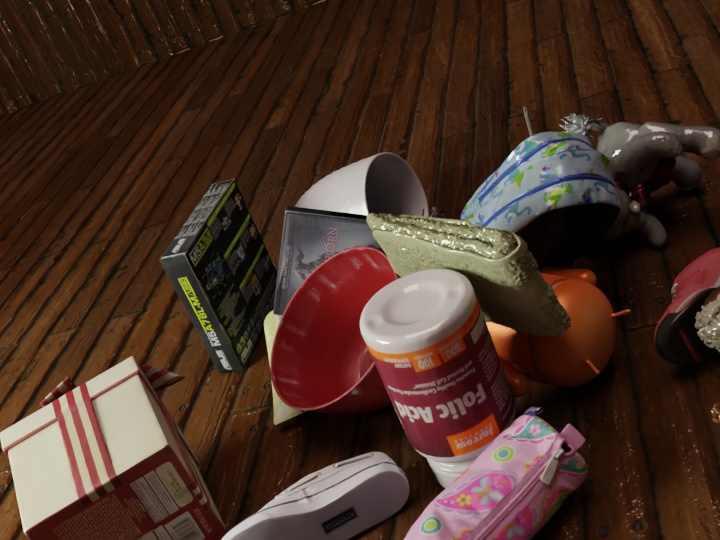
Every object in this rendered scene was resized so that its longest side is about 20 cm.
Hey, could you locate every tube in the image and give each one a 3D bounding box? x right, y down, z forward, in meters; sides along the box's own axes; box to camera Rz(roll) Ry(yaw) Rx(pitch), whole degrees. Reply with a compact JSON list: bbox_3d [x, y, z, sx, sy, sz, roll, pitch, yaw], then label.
[{"bbox_3d":[-0.088,0.120,1.188,0.058,0.052,0.200,-61,25,20],"label":"tube"}]

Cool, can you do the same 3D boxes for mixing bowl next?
[{"bbox_3d":[0.002,0.085,1.073,0.199,0.108,0.202,-29,44,33],"label":"mixing bowl"}]

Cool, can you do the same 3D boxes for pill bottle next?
[{"bbox_3d":[0.084,0.110,0.902,0.113,0.201,0.115,-19,28,10],"label":"pill bottle"}]

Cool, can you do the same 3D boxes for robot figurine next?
[{"bbox_3d":[0.186,0.061,1.003,0.143,0.118,0.199,-10,13,-41],"label":"robot figurine"}]

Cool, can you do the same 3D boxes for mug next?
[{"bbox_3d":[-0.026,-0.066,1.334,0.174,0.149,0.200,-16,12,39],"label":"mug"}]

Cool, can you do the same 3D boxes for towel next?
[{"bbox_3d":[0.103,0.004,0.924,0.199,0.149,0.037,12,61,45],"label":"towel"}]

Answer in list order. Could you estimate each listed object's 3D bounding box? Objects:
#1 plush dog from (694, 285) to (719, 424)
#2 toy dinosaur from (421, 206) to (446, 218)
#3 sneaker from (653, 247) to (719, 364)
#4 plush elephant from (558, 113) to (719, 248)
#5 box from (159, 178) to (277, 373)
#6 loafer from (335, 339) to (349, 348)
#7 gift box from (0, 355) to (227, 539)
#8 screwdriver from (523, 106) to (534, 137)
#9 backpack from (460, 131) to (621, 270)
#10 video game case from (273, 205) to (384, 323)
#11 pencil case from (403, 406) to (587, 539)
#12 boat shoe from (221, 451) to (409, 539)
[{"bbox_3d":[0.401,0.085,0.810,0.200,0.160,0.173,-33,26,54],"label":"plush dog"},{"bbox_3d":[0.074,-0.020,1.266,0.199,0.106,0.182,-29,8,13],"label":"toy dinosaur"},{"bbox_3d":[0.359,0.035,0.984,0.200,0.074,0.087,-35,16,-29],"label":"sneaker"},{"bbox_3d":[0.329,-0.098,1.148,0.198,0.156,0.165,14,-10,3],"label":"plush elephant"},{"bbox_3d":[-0.185,0.005,1.298,0.047,0.194,0.201,-12,31,22],"label":"box"},{"bbox_3d":[-0.047,0.043,1.239,0.076,0.068,0.200,-47,24,16],"label":"loafer"},{"bbox_3d":[-0.249,0.220,1.003,0.199,0.186,0.187,-27,37,-14],"label":"gift box"},{"bbox_3d":[0.234,-0.109,1.173,0.028,0.202,0.029,-6,15,41],"label":"screwdriver"},{"bbox_3d":[0.206,-0.065,1.065,0.161,0.156,0.200,2,-11,-16],"label":"backpack"},{"bbox_3d":[0.000,0.000,1.132,0.198,0.144,0.019,6,29,-7],"label":"video game case"},{"bbox_3d":[0.116,0.213,0.824,0.200,0.088,0.087,-38,31,-25],"label":"pencil case"},{"bbox_3d":[-0.049,0.241,0.931,0.198,0.074,0.065,-19,22,-12],"label":"boat shoe"}]
